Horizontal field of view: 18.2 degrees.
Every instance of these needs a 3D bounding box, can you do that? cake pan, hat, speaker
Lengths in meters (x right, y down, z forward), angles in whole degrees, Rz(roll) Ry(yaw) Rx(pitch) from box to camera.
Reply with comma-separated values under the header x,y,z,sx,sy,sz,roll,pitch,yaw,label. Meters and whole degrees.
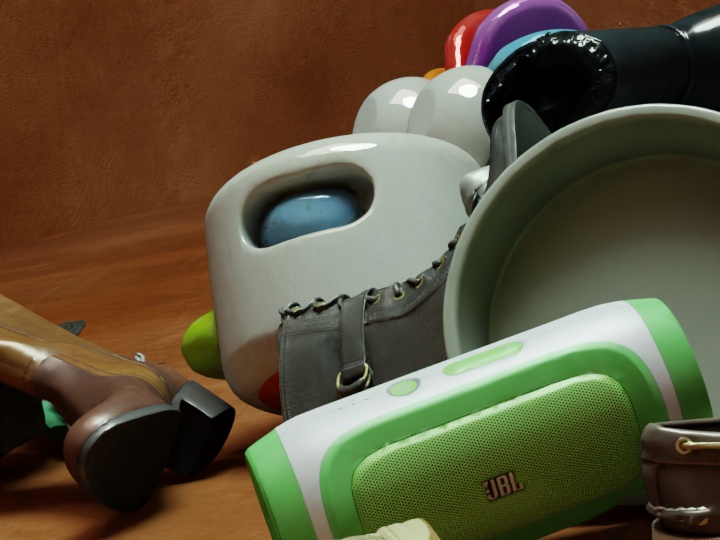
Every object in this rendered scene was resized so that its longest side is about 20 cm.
x,y,z,sx,sy,sz,roll,pitch,yaw,label
0.139,0.019,1.085,0.199,0.202,0.037,-9,-21,17,cake pan
-0.267,0.096,1.476,0.199,0.082,0.201,-16,9,2,hat
0.053,0.080,1.001,0.199,0.089,0.088,-20,8,-6,speaker

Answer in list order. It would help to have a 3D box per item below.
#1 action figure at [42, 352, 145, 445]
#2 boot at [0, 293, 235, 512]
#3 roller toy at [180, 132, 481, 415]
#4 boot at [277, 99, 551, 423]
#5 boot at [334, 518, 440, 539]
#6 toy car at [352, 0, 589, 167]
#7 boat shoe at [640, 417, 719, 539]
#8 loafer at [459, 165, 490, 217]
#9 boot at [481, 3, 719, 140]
x,y,z,sx,sy,sz,roll,pitch,yaw,label
-0.178,0.090,1.537,0.117,0.055,0.200,-10,10,-17,action figure
-0.189,0.058,1.309,0.199,0.069,0.188,27,17,13,boot
0.000,0.000,1.376,0.199,0.141,0.182,1,-22,-26,roller toy
0.027,0.014,1.207,0.173,0.201,0.069,-12,-27,33,boot
-0.036,0.138,0.790,0.154,0.073,0.200,-11,5,-5,boot
0.105,-0.109,1.507,0.174,0.151,0.200,17,-7,-23,toy car
0.218,0.076,0.957,0.198,0.060,0.072,-11,8,-2,boat shoe
0.119,-0.041,1.354,0.070,0.070,0.200,-52,-18,16,loafer
0.186,-0.118,1.308,0.199,0.077,0.168,-17,-3,38,boot
